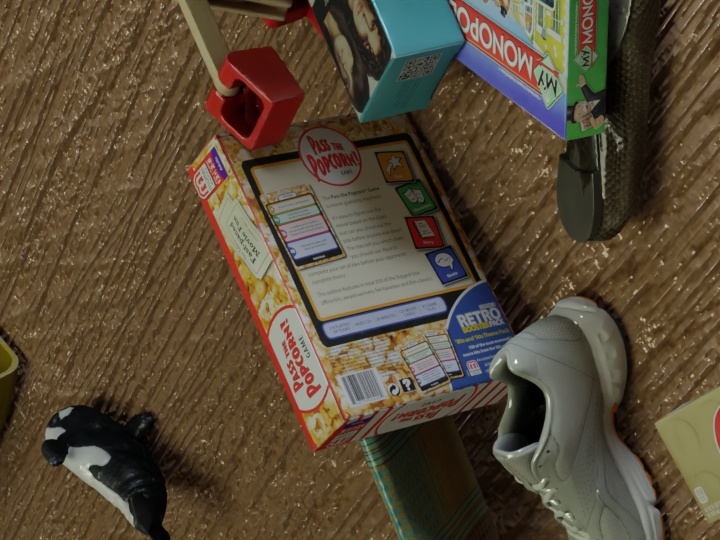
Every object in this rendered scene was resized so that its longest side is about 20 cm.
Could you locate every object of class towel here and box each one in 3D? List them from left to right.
[{"bbox_3d":[0.033,0.116,1.555,0.022,0.147,0.201,-20,94,22],"label":"towel"}]

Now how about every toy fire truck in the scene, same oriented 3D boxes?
[{"bbox_3d":[-0.069,-0.180,1.509,0.200,0.141,0.049,53,143,19],"label":"toy fire truck"}]

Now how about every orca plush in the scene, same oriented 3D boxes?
[{"bbox_3d":[-0.196,0.145,1.931,0.071,0.105,0.200,-61,21,5],"label":"orca plush"}]

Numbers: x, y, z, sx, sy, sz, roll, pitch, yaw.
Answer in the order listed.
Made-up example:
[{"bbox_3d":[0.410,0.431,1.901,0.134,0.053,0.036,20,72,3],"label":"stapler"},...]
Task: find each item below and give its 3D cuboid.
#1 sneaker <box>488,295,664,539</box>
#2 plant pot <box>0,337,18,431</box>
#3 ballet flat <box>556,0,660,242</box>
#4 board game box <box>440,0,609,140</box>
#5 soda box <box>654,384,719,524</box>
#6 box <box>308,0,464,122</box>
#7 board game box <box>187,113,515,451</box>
[{"bbox_3d":[0.123,0.122,1.468,0.076,0.092,0.201,4,112,53],"label":"sneaker"},{"bbox_3d":[-0.437,0.119,2.152,0.200,0.199,0.177,46,151,28],"label":"plant pot"},{"bbox_3d":[0.147,-0.109,1.352,0.067,0.046,0.201,-137,44,-55],"label":"ballet flat"},{"bbox_3d":[0.080,-0.175,1.369,0.200,0.029,0.135,43,140,52],"label":"board game box"},{"bbox_3d":[0.249,0.070,1.292,0.068,0.064,0.200,62,146,7],"label":"soda box"},{"bbox_3d":[-0.005,-0.198,1.454,0.201,0.049,0.082,68,156,19],"label":"box"},{"bbox_3d":[0.000,0.000,1.487,0.046,0.151,0.201,-46,62,49],"label":"board game box"}]
